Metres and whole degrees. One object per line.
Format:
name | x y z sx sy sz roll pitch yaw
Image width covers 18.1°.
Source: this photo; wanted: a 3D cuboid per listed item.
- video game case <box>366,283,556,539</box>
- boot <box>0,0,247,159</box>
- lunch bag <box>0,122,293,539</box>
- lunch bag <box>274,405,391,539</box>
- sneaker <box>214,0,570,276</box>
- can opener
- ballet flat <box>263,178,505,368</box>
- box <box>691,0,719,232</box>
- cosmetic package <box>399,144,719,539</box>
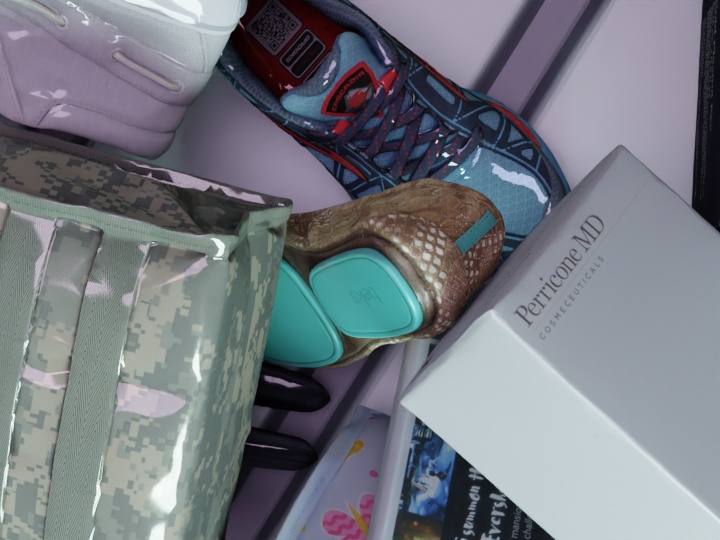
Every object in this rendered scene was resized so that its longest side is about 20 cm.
video game case | 0.094 0.109 0.899 0.181 0.023 0.201 17 56 -6
boot | -0.151 -0.109 0.898 0.199 0.074 0.096 22 113 -13
lunch bag | -0.144 0.030 0.887 0.199 0.118 0.165 15 103 11
lunch bag | 0.029 0.172 0.927 0.169 0.127 0.200 26 61 5
sneaker | 0.000 -0.064 0.956 0.200 0.096 0.079 36 96 9
can opener | -0.113 0.050 0.989 0.199 0.079 0.064 18 86 -1
ballet flat | 0.000 0.000 0.930 0.065 0.200 0.071 -36 105 -24
box | 0.192 -0.109 0.881 0.104 0.182 0.201 3 89 4
cosmetic package | 0.128 0.064 0.856 0.200 0.081 0.113 41 52 -3
